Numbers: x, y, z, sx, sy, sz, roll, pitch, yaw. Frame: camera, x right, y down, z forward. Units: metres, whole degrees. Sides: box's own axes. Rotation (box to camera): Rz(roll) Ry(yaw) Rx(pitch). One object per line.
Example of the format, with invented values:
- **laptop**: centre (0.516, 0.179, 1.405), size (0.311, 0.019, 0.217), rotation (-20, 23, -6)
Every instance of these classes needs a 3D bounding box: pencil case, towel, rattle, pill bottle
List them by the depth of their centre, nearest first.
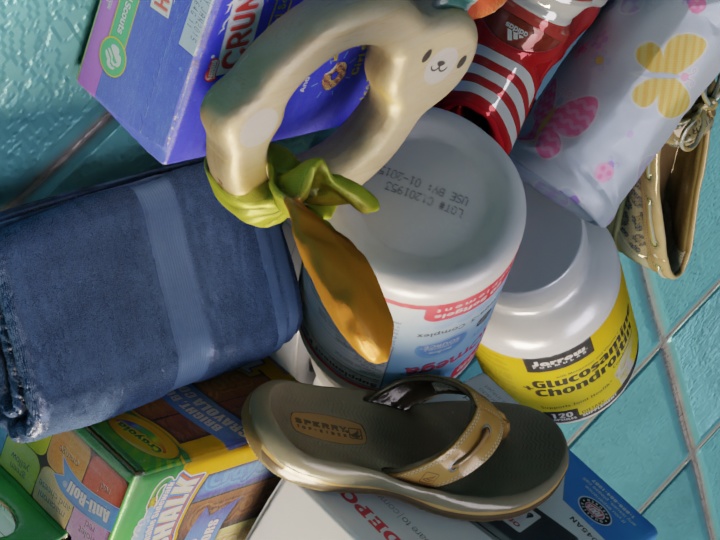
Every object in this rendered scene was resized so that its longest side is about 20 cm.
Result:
- **rattle**: centre (0.034, -0.076, 0.967), size (0.199, 0.143, 0.131), rotation (-31, 131, -19)
- **towel**: centre (-0.113, 0.010, 1.053), size (0.199, 0.048, 0.113), rotation (-20, 100, -48)
- **pill bottle**: centre (0.021, 0.004, 1.127), size (0.109, 0.109, 0.200), rotation (-39, 165, -21)
- **pencil case**: centre (0.164, -0.122, 1.223), size (0.083, 0.091, 0.201), rotation (35, 95, -22)
- **pill bottle**: centre (0.118, 0.018, 1.364), size (0.112, 0.112, 0.200), rotation (-46, 154, -8)

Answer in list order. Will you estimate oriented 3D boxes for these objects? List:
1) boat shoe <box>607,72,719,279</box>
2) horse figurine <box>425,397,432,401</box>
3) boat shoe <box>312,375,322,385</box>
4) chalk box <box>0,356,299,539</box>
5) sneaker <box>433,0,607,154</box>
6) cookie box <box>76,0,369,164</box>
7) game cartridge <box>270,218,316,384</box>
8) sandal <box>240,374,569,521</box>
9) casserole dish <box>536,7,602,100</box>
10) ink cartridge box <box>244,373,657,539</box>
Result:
- **boat shoe**: centre (0.204, -0.083, 1.352), size (0.073, 0.063, 0.201), rotation (-32, 145, -30)
- **horse figurine**: centre (0.066, 0.113, 1.423), size (0.050, 0.133, 0.200), rotation (-39, 140, 13)
- **boat shoe**: centre (0.002, 0.116, 1.275), size (0.070, 0.066, 0.201), rotation (-29, 139, -57)
- **chalk box**: centre (-0.135, 0.107, 1.101), size (0.199, 0.124, 0.124), rotation (-12, 134, -51)
- **sneaker**: centre (0.079, -0.125, 1.151), size (0.116, 0.078, 0.200), rotation (-59, 172, 16)
- **cookie box**: centre (-0.023, -0.155, 1.008), size (0.199, 0.075, 0.172), rotation (-16, 138, -48)
- **game cartridge**: centre (0.000, 0.000, 1.265), size (0.133, 0.041, 0.201), rotation (-25, 142, -33)
- **sandal**: centre (0.033, 0.083, 1.100), size (0.199, 0.081, 0.054), rotation (11, 129, -30)
- **casserole dish**: centre (0.143, -0.115, 1.333), size (0.121, 0.039, 0.200), rotation (-49, 152, -4)
- **ink cartridge box**: centre (0.049, 0.155, 1.146), size (0.199, 0.144, 0.085), rotation (-22, 148, -52)
